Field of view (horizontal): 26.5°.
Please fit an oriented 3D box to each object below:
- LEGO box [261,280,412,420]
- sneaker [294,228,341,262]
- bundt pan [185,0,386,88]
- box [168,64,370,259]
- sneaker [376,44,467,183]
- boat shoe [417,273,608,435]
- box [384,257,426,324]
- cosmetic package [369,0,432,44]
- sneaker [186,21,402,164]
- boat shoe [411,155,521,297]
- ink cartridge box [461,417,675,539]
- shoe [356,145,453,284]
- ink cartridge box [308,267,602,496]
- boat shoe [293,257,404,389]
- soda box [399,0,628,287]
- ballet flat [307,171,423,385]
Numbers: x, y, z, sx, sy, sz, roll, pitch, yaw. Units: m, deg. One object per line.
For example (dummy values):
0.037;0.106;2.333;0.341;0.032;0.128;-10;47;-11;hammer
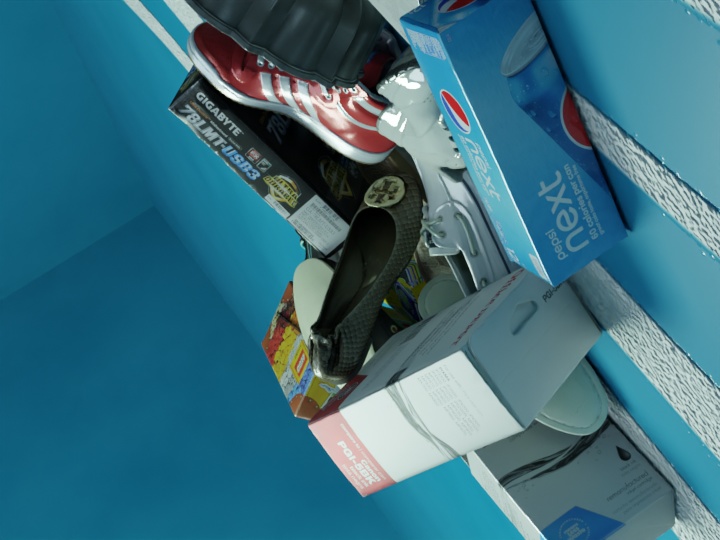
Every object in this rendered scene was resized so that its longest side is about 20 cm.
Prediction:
0.021;0.097;1.504;0.200;0.077;0.149;16;-160;-24;LEGO box
-0.034;-0.068;1.549;0.075;0.079;0.200;42;-150;-38;sneaker
-0.062;-0.230;1.169;0.202;0.076;0.202;31;-158;-14;bundt pan
-0.072;-0.132;1.410;0.199;0.050;0.200;46;-156;-16;box
0.064;-0.125;1.155;0.087;0.075;0.200;44;174;9;sneaker
0.137;0.078;1.340;0.202;0.072;0.060;38;172;25;boat shoe
0.051;-0.001;1.540;0.064;0.070;0.200;64;168;-23;box
0.009;-0.239;1.073;0.200;0.051;0.083;52;166;31;cosmetic package
-0.043;-0.172;1.279;0.200;0.071;0.112;27;149;-8;sneaker
0.085;-0.034;1.286;0.200;0.067;0.074;58;170;-2;boat shoe
0.171;0.172;1.357;0.200;0.116;0.068;49;166;37;ink cartridge box
0.071;-0.045;1.391;0.070;0.053;0.200;-16;114;44;shoe
0.076;0.087;1.230;0.200;0.147;0.083;-30;99;46;ink cartridge box
0.009;0.074;1.374;0.074;0.063;0.202;-37;83;39;boat shoe
0.103;-0.093;1.014;0.200;0.068;0.064;63;168;-27;soda box
0.000;0.000;1.299;0.067;0.200;0.046;6;157;42;ballet flat
